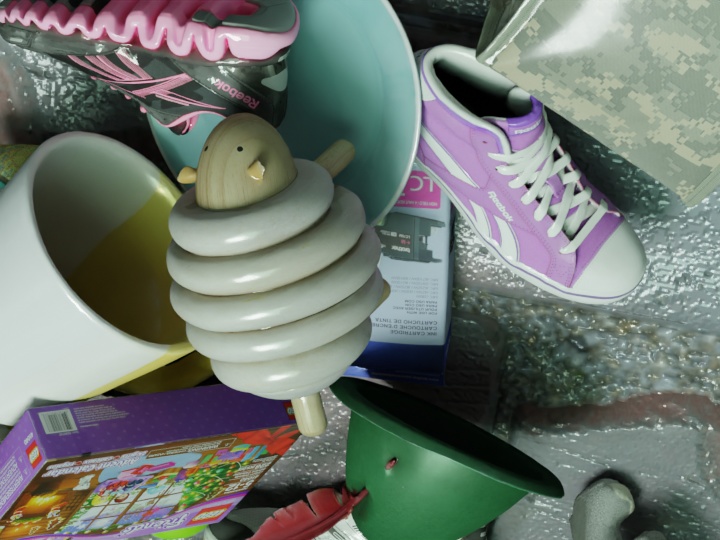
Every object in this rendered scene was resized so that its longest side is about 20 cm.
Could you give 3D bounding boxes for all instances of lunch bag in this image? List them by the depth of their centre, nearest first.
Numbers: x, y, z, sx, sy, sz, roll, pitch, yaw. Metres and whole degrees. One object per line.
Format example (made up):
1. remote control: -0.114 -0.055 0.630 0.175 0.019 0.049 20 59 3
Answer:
1. lunch bag: 0.187 -0.164 1.201 0.164 0.118 0.200 32 129 -13

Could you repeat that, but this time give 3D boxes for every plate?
1. plate: -0.046 -0.109 1.300 0.200 0.026 0.200 10 111 28

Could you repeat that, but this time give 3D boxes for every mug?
1. mug: -0.176 0.032 1.308 0.153 0.149 0.187 -35 105 31

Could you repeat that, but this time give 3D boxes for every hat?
1. hat: 0.017 0.179 1.412 0.166 0.200 0.176 23 95 -20

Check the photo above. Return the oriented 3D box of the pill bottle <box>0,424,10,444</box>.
1. pill bottle: -0.306 0.073 1.401 0.114 0.114 0.200 -46 72 32

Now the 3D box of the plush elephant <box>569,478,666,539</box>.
1. plush elephant: 0.207 0.264 1.486 0.155 0.200 0.165 15 121 -24

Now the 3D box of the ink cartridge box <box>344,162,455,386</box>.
1. ink cartridge box: 0.000 0.000 1.399 0.119 0.042 0.200 5 127 6

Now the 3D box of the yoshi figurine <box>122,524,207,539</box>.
1. yoshi figurine: -0.167 0.185 1.525 0.112 0.112 0.200 18 125 -23

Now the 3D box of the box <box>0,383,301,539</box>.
1. box: -0.145 0.126 1.364 0.200 0.039 0.137 -5 150 -38

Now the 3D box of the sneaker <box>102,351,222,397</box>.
1. sneaker: -0.183 0.061 1.442 0.121 0.084 0.200 -36 105 24

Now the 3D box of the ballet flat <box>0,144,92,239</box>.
1. ballet flat: -0.149 -0.036 1.388 0.200 0.071 0.071 38 123 -16

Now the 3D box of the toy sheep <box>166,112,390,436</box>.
1. toy sheep: -0.046 0.004 1.245 0.138 0.138 0.200 -12 110 18

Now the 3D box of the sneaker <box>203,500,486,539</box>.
1. sneaker: -0.008 0.177 1.515 0.200 0.076 0.088 7 114 -2

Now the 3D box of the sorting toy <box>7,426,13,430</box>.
1. sorting toy: -0.301 0.185 1.502 0.199 0.200 0.070 -25 162 29

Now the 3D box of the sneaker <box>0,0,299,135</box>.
1. sneaker: -0.129 -0.124 1.288 0.200 0.079 0.095 12 127 23

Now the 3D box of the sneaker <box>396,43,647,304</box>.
1. sneaker: 0.100 -0.056 1.275 0.200 0.073 0.114 38 163 -8
